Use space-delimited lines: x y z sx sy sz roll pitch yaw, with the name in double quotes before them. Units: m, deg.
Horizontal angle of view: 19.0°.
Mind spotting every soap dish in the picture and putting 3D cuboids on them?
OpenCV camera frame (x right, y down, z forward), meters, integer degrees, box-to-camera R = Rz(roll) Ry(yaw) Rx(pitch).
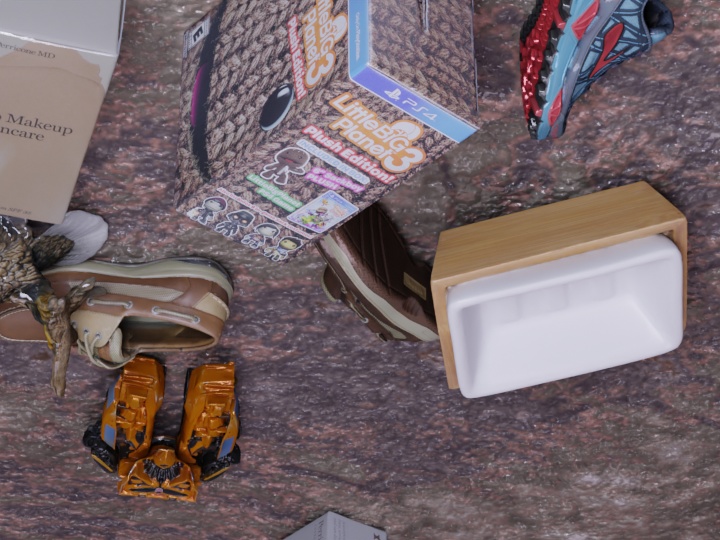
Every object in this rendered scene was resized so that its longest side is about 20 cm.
"soap dish" 0.154 0.015 1.676 0.199 0.082 0.158 -14 145 -1

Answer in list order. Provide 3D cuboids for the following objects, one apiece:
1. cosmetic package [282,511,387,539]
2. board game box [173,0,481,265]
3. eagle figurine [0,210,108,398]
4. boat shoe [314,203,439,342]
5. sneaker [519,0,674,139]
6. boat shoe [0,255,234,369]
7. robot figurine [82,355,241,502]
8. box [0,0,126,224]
"cosmetic package" -0.061 0.332 2.125 0.081 0.113 0.200 23 137 -30
"board game box" -0.024 -0.128 1.429 0.097 0.160 0.200 27 136 -33
"eagle figurine" -0.307 -0.002 1.664 0.199 0.151 0.152 26 102 12
"boat shoe" 0.000 0.006 1.697 0.074 0.075 0.202 -12 144 26
"sneaker" 0.165 -0.156 1.463 0.095 0.080 0.200 3 145 -9
"boat shoe" -0.202 0.038 1.736 0.199 0.074 0.076 -7 144 9
"robot figurine" -0.172 0.144 1.900 0.144 0.059 0.200 6 144 -7
"box" -0.229 -0.126 1.501 0.094 0.078 0.200 10 144 -13
